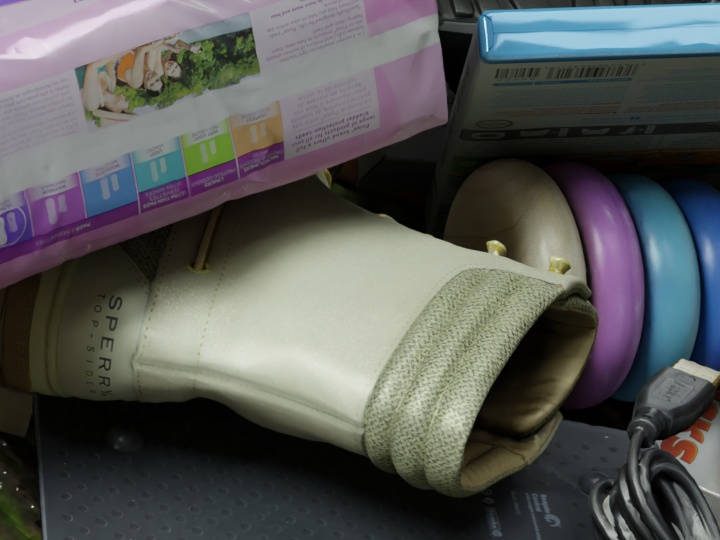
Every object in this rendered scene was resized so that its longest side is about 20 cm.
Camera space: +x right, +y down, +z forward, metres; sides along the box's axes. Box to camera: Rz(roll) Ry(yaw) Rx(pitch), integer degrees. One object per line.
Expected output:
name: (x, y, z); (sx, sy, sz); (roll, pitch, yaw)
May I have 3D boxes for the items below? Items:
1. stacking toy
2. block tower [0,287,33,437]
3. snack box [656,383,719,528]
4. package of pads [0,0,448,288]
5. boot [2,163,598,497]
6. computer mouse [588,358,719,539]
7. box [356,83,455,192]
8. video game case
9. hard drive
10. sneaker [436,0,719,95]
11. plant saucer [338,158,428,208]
stacking toy: (0.131, 0.003, 0.961); (0.200, 0.085, 0.085); (-3, 40, -21)
block tower: (-0.109, -0.031, 0.961); (0.054, 0.058, 0.200); (16, 36, -3)
snack box: (0.149, 0.034, 1.014); (0.072, 0.024, 0.200); (22, 35, 11)
package of pads: (-0.088, -0.054, 0.825); (0.200, 0.076, 0.120); (-22, 28, -26)
boot: (0.000, 0.000, 0.888); (0.154, 0.072, 0.200); (14, 27, 17)
computer mouse: (0.135, 0.085, 0.880); (0.141, 0.046, 0.200); (55, 35, 5)
box: (0.073, -0.126, 1.060); (0.156, 0.041, 0.200); (3, 73, -17)
video game case: (0.099, -0.045, 0.950); (0.143, 0.200, 0.018); (-2, 74, -4)
hard drive: (0.002, 0.091, 0.855); (0.200, 0.042, 0.135); (7, 36, -15)
sneaker: (0.042, -0.077, 0.967); (0.200, 0.088, 0.076); (9, 47, -11)
plant saucer: (0.033, -0.093, 1.126); (0.200, 0.038, 0.200); (13, 35, -9)
